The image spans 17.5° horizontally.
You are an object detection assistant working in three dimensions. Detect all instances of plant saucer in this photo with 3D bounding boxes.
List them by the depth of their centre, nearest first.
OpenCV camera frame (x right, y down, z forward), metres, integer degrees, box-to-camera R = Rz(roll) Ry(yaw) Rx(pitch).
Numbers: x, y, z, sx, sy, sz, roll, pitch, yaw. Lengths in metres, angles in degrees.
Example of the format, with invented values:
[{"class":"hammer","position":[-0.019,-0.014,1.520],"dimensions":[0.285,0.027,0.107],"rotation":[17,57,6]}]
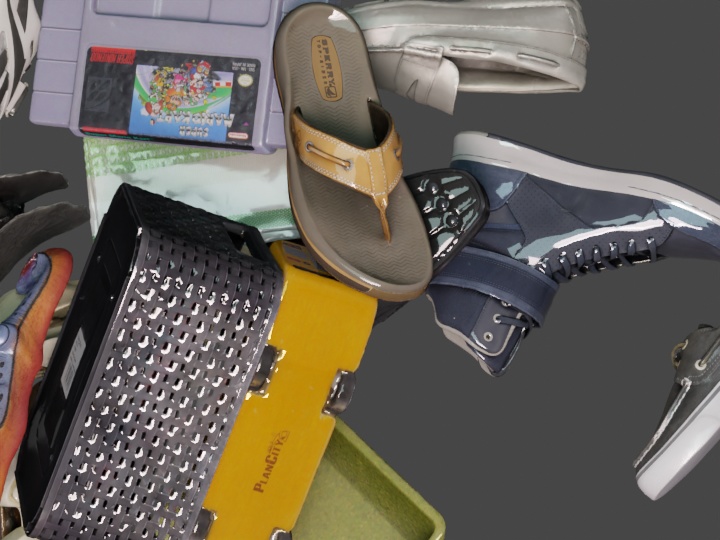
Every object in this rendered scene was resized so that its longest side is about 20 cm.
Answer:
[{"class":"plant saucer","position":[-0.052,0.191,1.460],"dimensions":[0.200,0.048,0.200],"rotation":[-50,45,0]}]

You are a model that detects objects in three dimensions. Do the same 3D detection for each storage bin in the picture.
[{"class":"storage bin","position":[-0.131,0.064,1.408],"dimensions":[0.093,0.135,0.201],"rotation":[19,102,-17]}]

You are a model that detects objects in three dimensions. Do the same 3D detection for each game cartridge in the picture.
[{"class":"game cartridge","position":[-0.113,-0.144,1.492],"dimensions":[0.198,0.038,0.131],"rotation":[6,83,18]}]

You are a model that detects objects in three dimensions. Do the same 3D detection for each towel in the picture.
[{"class":"towel","position":[-0.112,-0.111,1.539],"dimensions":[0.148,0.031,0.202],"rotation":[-7,83,1]}]

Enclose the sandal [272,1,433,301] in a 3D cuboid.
[{"class":"sandal","position":[-0.003,-0.078,1.399],"dimensions":[0.081,0.055,0.202],"rotation":[-2,68,-21]}]

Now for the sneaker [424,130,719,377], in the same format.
[{"class":"sneaker","position":[0.137,0.006,1.476],"dimensions":[0.201,0.077,0.147],"rotation":[14,76,15]}]

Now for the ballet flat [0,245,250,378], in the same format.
[{"class":"ballet flat","position":[-0.144,0.033,1.506],"dimensions":[0.198,0.069,0.070],"rotation":[-12,85,7]}]

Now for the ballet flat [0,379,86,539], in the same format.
[{"class":"ballet flat","position":[-0.212,0.170,1.496],"dimensions":[0.067,0.072,0.202],"rotation":[1,87,33]}]

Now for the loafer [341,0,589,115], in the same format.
[{"class":"loafer","position":[0.049,-0.136,1.501],"dimensions":[0.198,0.070,0.070],"rotation":[-7,72,2]}]

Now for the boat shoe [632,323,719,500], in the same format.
[{"class":"boat shoe","position":[0.232,0.055,1.483],"dimensions":[0.056,0.069,0.200],"rotation":[38,84,14]}]

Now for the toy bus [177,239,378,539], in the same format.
[{"class":"toy bus","position":[-0.056,0.090,1.412],"dimensions":[0.065,0.078,0.201],"rotation":[17,103,-19]}]

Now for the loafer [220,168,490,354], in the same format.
[{"class":"loafer","position":[0.000,0.000,1.471],"dimensions":[0.200,0.070,0.068],"rotation":[-35,75,19]}]

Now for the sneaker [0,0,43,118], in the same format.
[{"class":"sneaker","position":[-0.245,-0.128,1.527],"dimensions":[0.074,0.088,0.202],"rotation":[28,113,30]}]

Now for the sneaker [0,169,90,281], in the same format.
[{"class":"sneaker","position":[-0.275,0.000,1.503],"dimensions":[0.199,0.104,0.060],"rotation":[-39,69,4]}]

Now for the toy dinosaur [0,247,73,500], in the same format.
[{"class":"toy dinosaur","position":[-0.224,0.073,1.445],"dimensions":[0.181,0.105,0.200],"rotation":[-41,84,-18]}]
